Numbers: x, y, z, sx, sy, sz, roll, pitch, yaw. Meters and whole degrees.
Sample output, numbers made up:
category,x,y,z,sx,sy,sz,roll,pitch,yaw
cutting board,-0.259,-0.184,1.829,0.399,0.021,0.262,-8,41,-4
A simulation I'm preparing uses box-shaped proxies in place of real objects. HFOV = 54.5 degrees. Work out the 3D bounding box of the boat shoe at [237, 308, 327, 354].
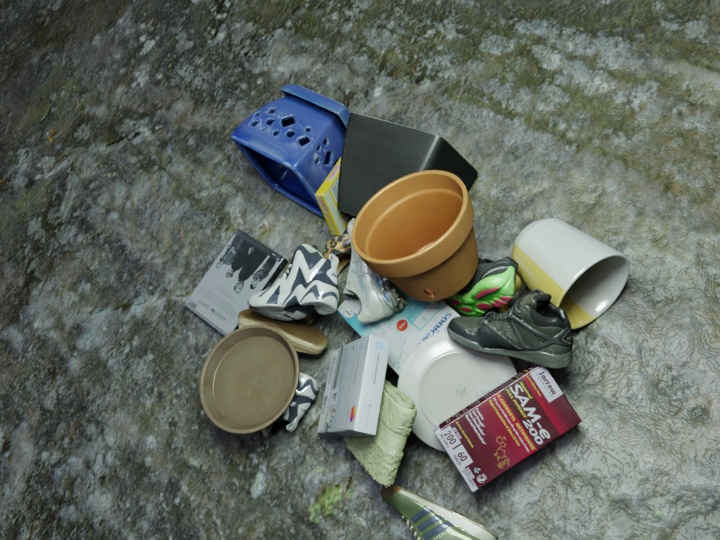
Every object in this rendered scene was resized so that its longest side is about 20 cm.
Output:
category,x,y,z,sx,sy,sz,roll,pitch,yaw
boat shoe,-0.150,0.129,1.346,0.200,0.071,0.065,17,111,29

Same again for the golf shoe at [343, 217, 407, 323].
category,x,y,z,sx,sy,sz,roll,pitch,yaw
golf shoe,0.000,0.000,1.225,0.097,0.078,0.200,-32,56,16

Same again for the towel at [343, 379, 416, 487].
category,x,y,z,sx,sy,sz,roll,pitch,yaw
towel,0.026,0.253,1.147,0.200,0.036,0.149,27,101,68

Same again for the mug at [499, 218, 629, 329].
category,x,y,z,sx,sy,sz,roll,pitch,yaw
mug,0.313,0.001,1.139,0.186,0.150,0.153,-29,49,-12

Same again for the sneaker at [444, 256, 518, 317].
category,x,y,z,sx,sy,sz,roll,pitch,yaw
sneaker,0.202,0.025,1.183,0.084,0.077,0.200,-60,18,-23

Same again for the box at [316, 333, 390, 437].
category,x,y,z,sx,sy,sz,roll,pitch,yaw
box,-0.014,0.200,1.182,0.041,0.200,0.156,15,71,-15

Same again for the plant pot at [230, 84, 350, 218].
category,x,y,z,sx,sy,sz,roll,pitch,yaw
plant pot,-0.107,-0.249,1.416,0.200,0.200,0.180,31,77,32

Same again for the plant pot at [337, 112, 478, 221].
category,x,y,z,sx,sy,sz,roll,pitch,yaw
plant pot,0.070,-0.157,1.300,0.199,0.200,0.178,22,89,30

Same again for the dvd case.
category,x,y,z,sx,sy,sz,roll,pitch,yaw
dvd case,-0.262,0.027,1.460,0.150,0.025,0.200,31,83,32

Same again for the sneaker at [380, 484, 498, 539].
category,x,y,z,sx,sy,sz,roll,pitch,yaw
sneaker,0.107,0.411,1.093,0.200,0.067,0.090,18,71,27

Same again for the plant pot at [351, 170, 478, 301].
category,x,y,z,sx,sy,sz,roll,pitch,yaw
plant pot,0.104,-0.045,1.136,0.200,0.140,0.200,-20,41,19

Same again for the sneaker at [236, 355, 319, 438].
category,x,y,z,sx,sy,sz,roll,pitch,yaw
sneaker,-0.185,0.240,1.296,0.199,0.080,0.130,15,66,19

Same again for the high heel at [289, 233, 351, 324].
category,x,y,z,sx,sy,sz,roll,pitch,yaw
high heel,-0.045,0.015,1.340,0.200,0.071,0.143,-24,60,24

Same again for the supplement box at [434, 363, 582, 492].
category,x,y,z,sx,sy,sz,roll,pitch,yaw
supplement box,0.226,0.241,1.088,0.200,0.061,0.109,-34,82,0

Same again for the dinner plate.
category,x,y,z,sx,sy,sz,roll,pitch,yaw
dinner plate,0.160,0.198,1.137,0.200,0.024,0.201,0,88,2

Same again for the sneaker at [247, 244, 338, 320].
category,x,y,z,sx,sy,sz,roll,pitch,yaw
sneaker,-0.118,0.016,1.296,0.199,0.079,0.130,-12,57,41

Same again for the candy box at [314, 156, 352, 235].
category,x,y,z,sx,sy,sz,roll,pitch,yaw
candy box,-0.019,-0.172,1.352,0.026,0.102,0.200,7,48,29

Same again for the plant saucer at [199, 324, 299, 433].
category,x,y,z,sx,sy,sz,roll,pitch,yaw
plant saucer,-0.198,0.196,1.262,0.200,0.029,0.200,-8,64,17

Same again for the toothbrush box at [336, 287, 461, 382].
category,x,y,z,sx,sy,sz,roll,pitch,yaw
toothbrush box,0.079,0.092,1.240,0.146,0.085,0.200,-46,59,1

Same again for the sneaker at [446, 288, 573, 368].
category,x,y,z,sx,sy,sz,roll,pitch,yaw
sneaker,0.230,0.075,1.083,0.199,0.076,0.114,10,116,31
